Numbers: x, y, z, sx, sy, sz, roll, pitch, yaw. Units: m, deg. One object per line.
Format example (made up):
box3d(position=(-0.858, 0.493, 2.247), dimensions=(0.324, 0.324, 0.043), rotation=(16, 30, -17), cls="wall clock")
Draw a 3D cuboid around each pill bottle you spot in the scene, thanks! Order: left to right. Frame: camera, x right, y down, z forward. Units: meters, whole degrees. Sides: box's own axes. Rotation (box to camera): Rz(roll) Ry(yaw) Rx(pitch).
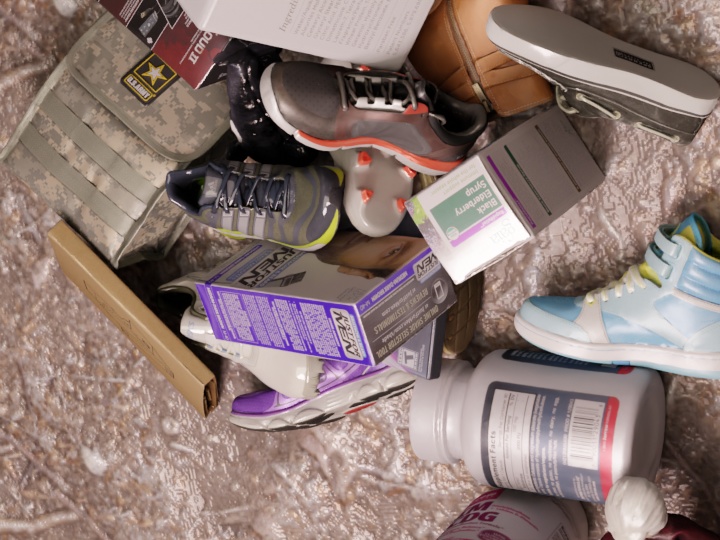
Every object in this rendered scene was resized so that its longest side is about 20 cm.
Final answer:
box3d(position=(0.120, 0.252, 1.648), dimensions=(0.113, 0.200, 0.114), rotation=(7, 107, 22), cls="pill bottle")
box3d(position=(0.149, 0.129, 1.647), dimensions=(0.199, 0.119, 0.120), rotation=(7, 107, 23), cls="pill bottle")

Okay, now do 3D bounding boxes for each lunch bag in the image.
box3d(position=(-0.201, -0.129, 1.740), dimensions=(0.164, 0.117, 0.200), rotation=(42, 109, 13), cls="lunch bag")

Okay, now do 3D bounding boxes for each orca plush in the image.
box3d(position=(-0.059, -0.131, 1.637), dimensions=(0.071, 0.105, 0.200), rotation=(39, 156, 23), cls="orca plush")

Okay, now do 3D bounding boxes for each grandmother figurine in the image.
box3d(position=(0.251, 0.228, 1.599), dimensions=(0.121, 0.061, 0.200), rotation=(-15, 142, 20), cls="grandmother figurine")

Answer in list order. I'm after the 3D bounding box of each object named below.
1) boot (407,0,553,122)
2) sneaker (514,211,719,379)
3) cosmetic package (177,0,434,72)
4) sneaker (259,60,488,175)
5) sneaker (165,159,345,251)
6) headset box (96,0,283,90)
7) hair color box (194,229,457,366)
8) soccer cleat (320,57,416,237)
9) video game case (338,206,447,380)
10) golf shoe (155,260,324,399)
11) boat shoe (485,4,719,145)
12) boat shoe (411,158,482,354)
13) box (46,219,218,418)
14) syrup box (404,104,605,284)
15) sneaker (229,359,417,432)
box3d(position=(0.124, -0.210, 1.595), dimensions=(0.199, 0.074, 0.155), rotation=(-25, 92, 39), cls="boot")
box3d(position=(0.229, 0.010, 1.603), dimensions=(0.199, 0.080, 0.131), rotation=(7, 109, 13), cls="sneaker")
box3d(position=(-0.048, -0.283, 1.548), dimensions=(0.165, 0.199, 0.166), rotation=(53, 125, 44), cls="cosmetic package")
box3d(position=(0.016, -0.140, 1.561), dimensions=(0.082, 0.199, 0.078), rotation=(-40, 47, 48), cls="sneaker")
box3d(position=(-0.089, -0.058, 1.618), dimensions=(0.199, 0.081, 0.074), rotation=(-1, 79, 49), cls="sneaker")
box3d(position=(-0.146, -0.244, 1.663), dimensions=(0.200, 0.149, 0.077), rotation=(43, 117, 8), cls="headset box")
box3d(position=(-0.031, 0.017, 1.610), dimensions=(0.199, 0.109, 0.065), rotation=(8, 125, 44), cls="hair color box")
box3d(position=(0.000, -0.109, 1.643), dimensions=(0.078, 0.069, 0.201), rotation=(-40, 47, 45), cls="soccer cleat")
box3d(position=(0.000, 0.000, 1.677), dimensions=(0.199, 0.019, 0.144), rotation=(17, 107, 43), cls="video game case")
box3d(position=(-0.110, 0.061, 1.715), dimensions=(0.200, 0.097, 0.079), rotation=(35, 124, 48), cls="golf shoe")
box3d(position=(0.187, -0.151, 1.552), dimensions=(0.199, 0.071, 0.064), rotation=(20, 125, -8), cls="boat shoe")
box3d(position=(0.059, -0.028, 1.677), dimensions=(0.067, 0.072, 0.202), rotation=(-4, 95, 33), cls="boat shoe")
box3d(position=(-0.206, 0.047, 1.777), dimensions=(0.021, 0.164, 0.200), rotation=(-43, 82, -11), cls="box")
box3d(position=(0.120, -0.065, 1.561), dimensions=(0.079, 0.200, 0.082), rotation=(-34, 89, 29), cls="syrup box")
box3d(position=(-0.032, 0.093, 1.759), dimensions=(0.199, 0.081, 0.084), rotation=(-22, 77, 21), cls="sneaker")
